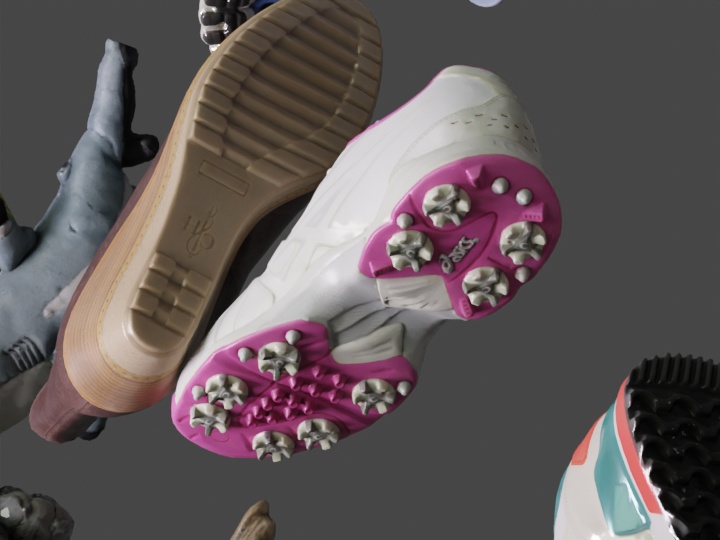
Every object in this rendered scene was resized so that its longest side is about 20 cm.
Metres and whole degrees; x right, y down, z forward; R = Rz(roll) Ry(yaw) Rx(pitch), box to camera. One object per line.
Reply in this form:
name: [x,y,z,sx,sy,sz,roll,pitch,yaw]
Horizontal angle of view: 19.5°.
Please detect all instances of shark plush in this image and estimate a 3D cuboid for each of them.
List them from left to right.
shark plush: [-0.143,-0.007,0.983,0.201,0.083,0.091,-62,33,11]

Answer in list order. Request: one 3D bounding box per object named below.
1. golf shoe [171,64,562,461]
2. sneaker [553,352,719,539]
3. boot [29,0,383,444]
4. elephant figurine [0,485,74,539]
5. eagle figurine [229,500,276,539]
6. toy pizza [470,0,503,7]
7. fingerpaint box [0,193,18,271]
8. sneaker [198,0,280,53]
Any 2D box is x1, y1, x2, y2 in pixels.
golf shoe: [0.000,0.000,0.814,0.200,0.075,0.092,-39,34,31]
sneaker: [0.099,0.131,0.629,0.094,0.070,0.201,126,143,-51]
boot: [-0.075,-0.022,0.909,0.201,0.072,0.166,-59,10,-23]
elephant figurine: [-0.177,0.168,0.901,0.142,0.155,0.200,-46,29,0]
eagle figurine: [-0.014,0.171,0.691,0.150,0.152,0.200,-31,45,-8]
toy pizza: [0.042,-0.203,0.804,0.200,0.031,0.202,169,90,-79]
fingerpaint box: [-0.261,0.042,1.130,0.201,0.073,0.167,-59,37,17]
sneaker: [-0.032,-0.185,0.887,0.090,0.078,0.201,-95,18,-44]
